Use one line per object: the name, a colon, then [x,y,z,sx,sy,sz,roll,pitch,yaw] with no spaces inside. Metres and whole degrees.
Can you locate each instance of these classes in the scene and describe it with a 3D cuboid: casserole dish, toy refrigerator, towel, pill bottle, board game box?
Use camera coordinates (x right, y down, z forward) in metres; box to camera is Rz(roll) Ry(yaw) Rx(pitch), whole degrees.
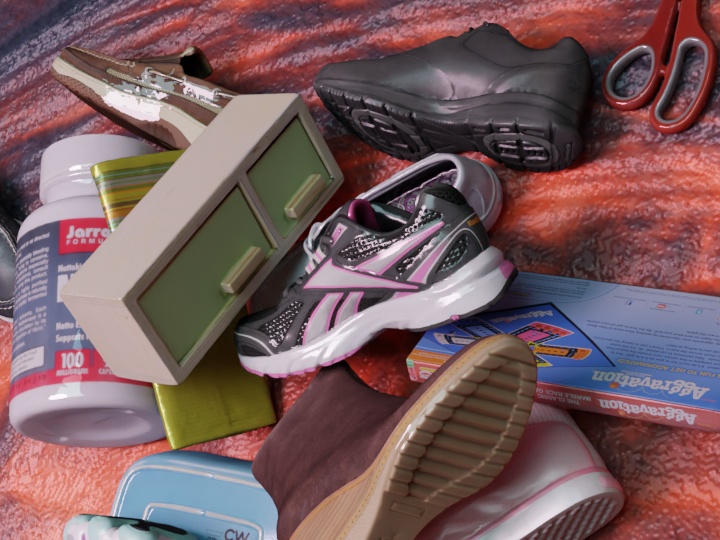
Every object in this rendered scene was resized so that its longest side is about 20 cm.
casserole dish: [-0.099,0.183,1.012,0.198,0.039,0.122,7,77,29]
toy refrigerator: [-0.096,-0.024,0.987,0.070,0.076,0.200,3,44,41]
towel: [-0.120,0.017,1.028,0.018,0.086,0.202,-28,76,53]
pill bottle: [-0.183,0.013,1.067,0.119,0.119,0.202,-13,67,24]
board game box: [0.137,0.043,0.910,0.199,0.020,0.103,8,38,31]

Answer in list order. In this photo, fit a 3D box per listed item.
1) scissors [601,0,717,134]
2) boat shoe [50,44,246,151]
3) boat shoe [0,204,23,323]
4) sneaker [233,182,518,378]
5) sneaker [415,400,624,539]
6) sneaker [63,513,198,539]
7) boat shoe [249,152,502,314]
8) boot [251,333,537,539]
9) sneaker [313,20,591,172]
scissors: [0.217,-0.184,0.984,0.073,0.014,0.201,18,81,34]
boat shoe: [-0.136,-0.130,1.125,0.201,0.075,0.075,28,85,21]
boat shoe: [-0.312,-0.036,1.190,0.076,0.060,0.200,-49,58,5]
sneaker: [0.000,0.000,0.946,0.199,0.080,0.087,-21,97,29]
sneaker: [0.053,0.145,0.923,0.199,0.075,0.105,-33,58,11]
sneaker: [-0.123,0.235,0.942,0.199,0.078,0.141,12,85,37]
boat shoe: [-0.001,-0.016,1.007,0.199,0.068,0.073,-24,64,23]
boot: [0.009,0.088,0.893,0.201,0.072,0.167,-55,31,12]
sneaker: [0.064,-0.122,1.019,0.198,0.076,0.091,11,68,24]
